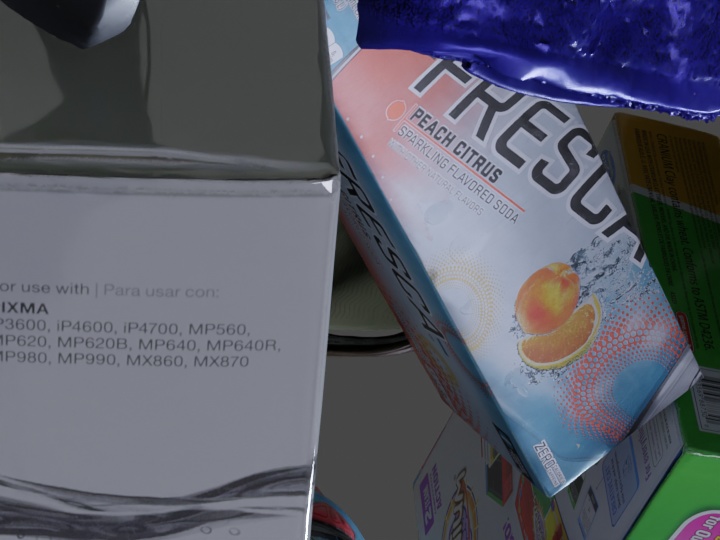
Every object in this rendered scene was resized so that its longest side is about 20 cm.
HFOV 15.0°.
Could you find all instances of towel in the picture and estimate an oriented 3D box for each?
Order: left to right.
[{"bbox_3d":[0.076,-0.141,0.701,0.148,0.049,0.200,3,101,-51],"label":"towel"}]

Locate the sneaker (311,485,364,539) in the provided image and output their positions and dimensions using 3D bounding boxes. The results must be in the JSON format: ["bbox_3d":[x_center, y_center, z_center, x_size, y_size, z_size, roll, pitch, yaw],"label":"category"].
[{"bbox_3d":[-0.042,0.124,0.939,0.079,0.096,0.200,-47,148,11],"label":"sneaker"}]

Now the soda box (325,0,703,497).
[{"bbox_3d":[0.027,-0.031,0.783,0.064,0.068,0.200,-37,128,-9],"label":"soda box"}]

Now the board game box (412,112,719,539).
[{"bbox_3d":[0.076,0.071,0.933,0.040,0.153,0.200,11,134,-17],"label":"board game box"}]

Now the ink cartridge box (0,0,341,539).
[{"bbox_3d":[-0.054,0.020,0.666,0.085,0.146,0.200,0,124,-4],"label":"ink cartridge box"}]

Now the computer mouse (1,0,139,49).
[{"bbox_3d":[-0.061,-0.122,0.559,0.053,0.200,0.139,13,128,-11],"label":"computer mouse"}]

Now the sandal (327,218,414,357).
[{"bbox_3d":[-0.001,0.001,0.862,0.201,0.057,0.080,-4,134,-50],"label":"sandal"}]
